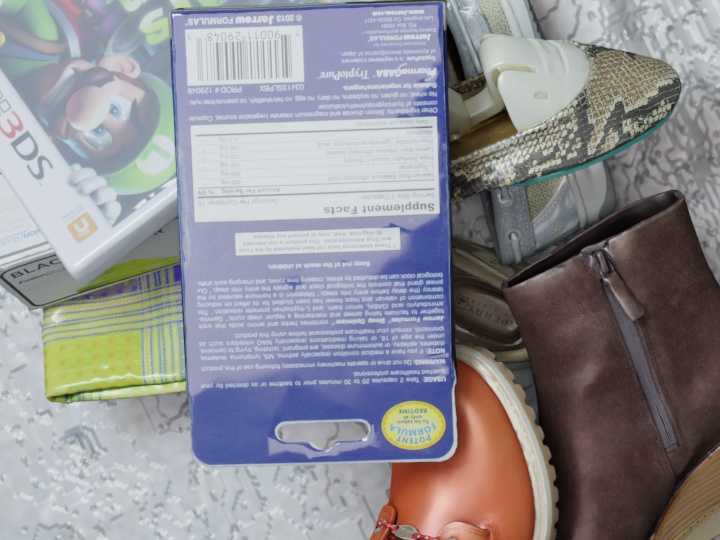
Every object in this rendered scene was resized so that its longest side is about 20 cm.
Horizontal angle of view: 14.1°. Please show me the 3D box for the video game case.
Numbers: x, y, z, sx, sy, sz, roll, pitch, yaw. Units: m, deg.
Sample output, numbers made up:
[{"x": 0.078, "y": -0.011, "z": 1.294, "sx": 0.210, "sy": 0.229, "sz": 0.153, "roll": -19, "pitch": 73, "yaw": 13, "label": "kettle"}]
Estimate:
[{"x": -0.096, "y": -0.121, "z": 1.330, "sx": 0.200, "sy": 0.023, "sz": 0.182, "roll": -37, "pitch": 67, "yaw": -1, "label": "video game case"}]

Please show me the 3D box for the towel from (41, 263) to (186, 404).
[{"x": -0.090, "y": -0.039, "z": 1.390, "sx": 0.143, "sy": 0.023, "sz": 0.201, "roll": -8, "pitch": 69, "yaw": 12, "label": "towel"}]

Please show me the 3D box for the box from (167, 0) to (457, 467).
[{"x": -0.019, "y": -0.016, "z": 1.273, "sx": 0.120, "sy": 0.032, "sz": 0.201, "roll": -2, "pitch": 97, "yaw": 1, "label": "box"}]

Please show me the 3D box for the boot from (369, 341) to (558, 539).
[{"x": 0.030, "y": 0.134, "z": 1.299, "sx": 0.075, "sy": 0.107, "sz": 0.201, "roll": 4, "pitch": 96, "yaw": 41, "label": "boot"}]

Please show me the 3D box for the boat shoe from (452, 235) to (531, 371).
[{"x": 0.000, "y": 0.000, "z": 1.394, "sx": 0.199, "sy": 0.065, "sz": 0.072, "roll": 19, "pitch": 95, "yaw": 7, "label": "boat shoe"}]

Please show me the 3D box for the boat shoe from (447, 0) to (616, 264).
[{"x": 0.049, "y": -0.103, "z": 1.375, "sx": 0.065, "sy": 0.074, "sz": 0.203, "roll": -29, "pitch": 95, "yaw": -7, "label": "boat shoe"}]

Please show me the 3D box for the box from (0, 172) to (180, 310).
[{"x": -0.133, "y": -0.094, "z": 1.376, "sx": 0.116, "sy": 0.060, "sz": 0.201, "roll": -18, "pitch": 67, "yaw": 8, "label": "box"}]

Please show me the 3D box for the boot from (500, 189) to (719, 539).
[{"x": 0.099, "y": 0.074, "z": 1.359, "sx": 0.199, "sy": 0.072, "sz": 0.167, "roll": -32, "pitch": 110, "yaw": -5, "label": "boot"}]

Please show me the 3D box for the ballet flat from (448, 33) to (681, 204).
[{"x": 0.043, "y": -0.064, "z": 1.309, "sx": 0.199, "sy": 0.068, "sz": 0.075, "roll": -22, "pitch": 130, "yaw": 9, "label": "ballet flat"}]
